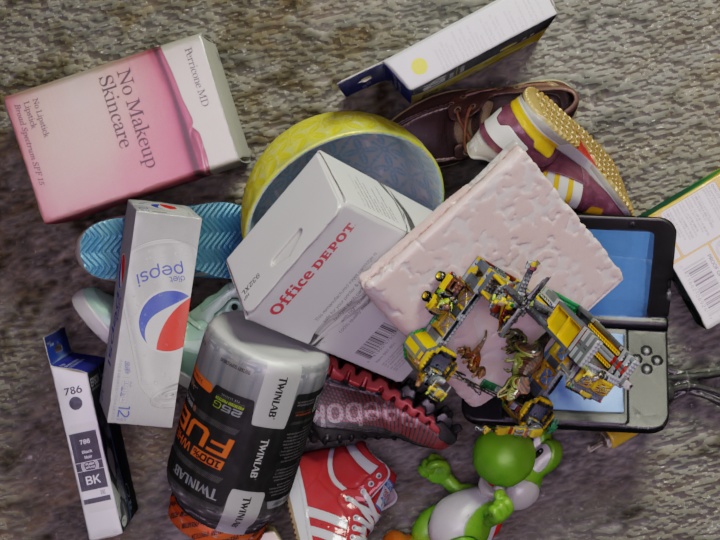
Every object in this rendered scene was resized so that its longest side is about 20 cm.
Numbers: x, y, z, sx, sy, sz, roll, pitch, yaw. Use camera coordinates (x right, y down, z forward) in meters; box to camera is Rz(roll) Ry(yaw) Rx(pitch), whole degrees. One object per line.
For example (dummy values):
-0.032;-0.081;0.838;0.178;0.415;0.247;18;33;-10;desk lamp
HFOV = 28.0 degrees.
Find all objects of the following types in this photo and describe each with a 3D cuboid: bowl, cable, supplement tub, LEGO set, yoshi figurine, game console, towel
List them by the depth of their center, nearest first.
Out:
0.146;0.083;1.268;0.154;0.116;0.200;-48;126;7;LEGO set
0.120;0.007;1.305;0.191;0.032;0.200;-42;126;2;towel
-0.110;0.150;1.355;0.121;0.123;0.202;17;107;0;supplement tub
-0.029;-0.081;1.377;0.198;0.108;0.201;-12;135;-13;bowl
0.198;0.050;1.377;0.198;0.117;0.177;2;59;7;game console
0.107;0.221;1.411;0.200;0.112;0.112;-45;86;1;yoshi figurine
0.304;0.115;1.441;0.198;0.050;0.098;-10;73;-11;cable

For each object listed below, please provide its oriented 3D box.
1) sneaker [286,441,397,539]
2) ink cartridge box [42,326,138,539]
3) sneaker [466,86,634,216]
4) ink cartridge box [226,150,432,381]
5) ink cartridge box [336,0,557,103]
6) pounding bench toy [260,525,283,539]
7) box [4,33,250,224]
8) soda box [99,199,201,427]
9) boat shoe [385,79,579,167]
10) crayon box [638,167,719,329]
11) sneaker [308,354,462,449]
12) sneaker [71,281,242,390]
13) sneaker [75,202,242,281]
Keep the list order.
-0.005;0.258;1.400;0.111;0.071;0.201;-16;61;-2;sneaker
-0.262;0.153;1.415;0.039;0.099;0.202;-13;95;2;ink cartridge box
0.182;-0.093;1.378;0.090;0.075;0.200;-34;130;21;sneaker
0.000;0.000;1.327;0.199;0.084;0.145;25;116;-39;ink cartridge box
0.079;-0.195;1.334;0.199;0.198;0.047;-29;93;4;ink cartridge box
-0.077;0.370;1.414;0.155;0.124;0.201;30;94;-1;pounding bench toy
-0.220;-0.134;1.388;0.198;0.109;0.129;-18;93;3;box
-0.195;0.040;1.339;0.063;0.068;0.202;7;99;-18;soda box
0.116;-0.144;1.399;0.198;0.072;0.073;-11;94;2;boat shoe
0.389;-0.048;1.411;0.199;0.052;0.126;-31;93;4;crayon box
-0.001;0.137;1.423;0.199;0.071;0.099;26;94;1;sneaker
-0.175;0.041;1.416;0.199;0.074;0.119;31;101;-11;sneaker
-0.179;-0.029;1.415;0.198;0.081;0.077;-1;93;-19;sneaker
